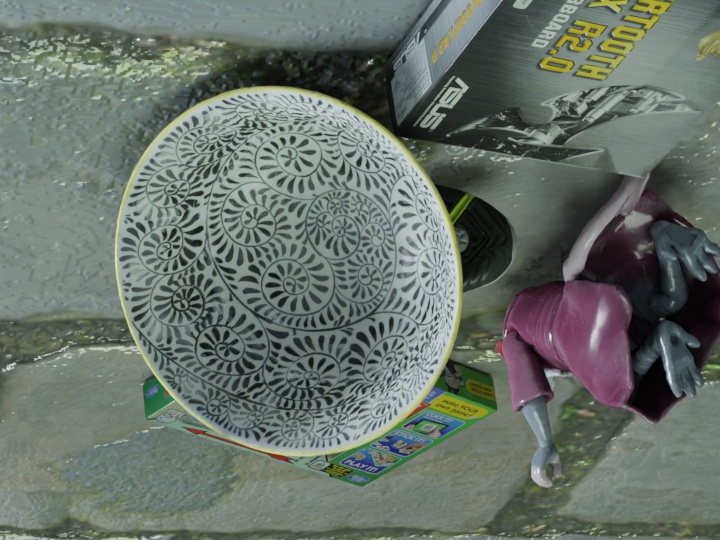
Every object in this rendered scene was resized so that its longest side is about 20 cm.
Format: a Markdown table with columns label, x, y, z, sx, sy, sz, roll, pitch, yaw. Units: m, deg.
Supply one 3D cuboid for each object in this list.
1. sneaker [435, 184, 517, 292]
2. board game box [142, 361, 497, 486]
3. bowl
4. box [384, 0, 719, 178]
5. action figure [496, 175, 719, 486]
| label | x | y | z | sx | sy | sz | roll | pitch | yaw |
| --- | --- | --- | --- | --- | --- | --- | --- | --- | --- |
| sneaker | 0.000 | 0.000 | 1.266 | 0.200 | 0.075 | 0.076 | -12 | 163 | 21 |
| board game box | -0.025 | 0.085 | 1.428 | 0.200 | 0.029 | 0.135 | 21 | 139 | -39 |
| bowl | -0.025 | -0.007 | 1.171 | 0.201 | 0.201 | 0.094 | -24 | -178 | 25 |
| box | 0.125 | -0.128 | 1.089 | 0.158 | 0.048 | 0.200 | 9 | 145 | -25 |
| action figure | 0.128 | 0.035 | 1.297 | 0.149 | 0.134 | 0.200 | 49 | 156 | -15 |
